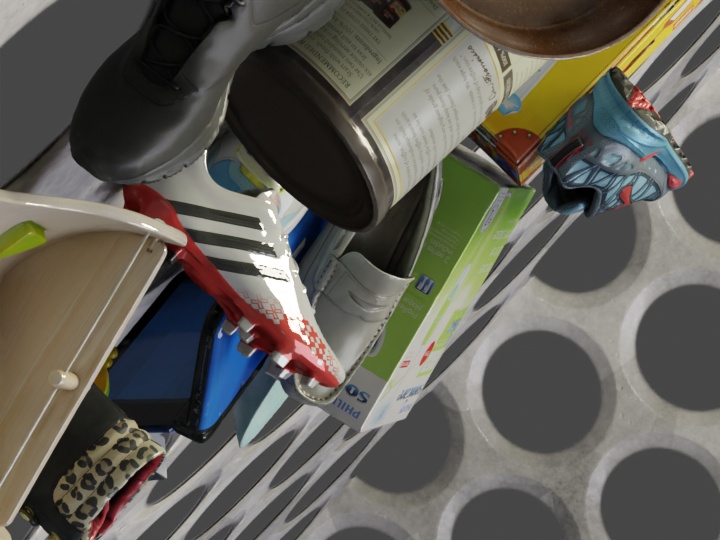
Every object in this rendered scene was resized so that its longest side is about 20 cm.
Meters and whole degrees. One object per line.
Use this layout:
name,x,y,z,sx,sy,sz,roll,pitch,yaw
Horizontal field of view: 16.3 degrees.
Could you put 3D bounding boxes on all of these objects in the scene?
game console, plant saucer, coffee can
game console,-0.109,0.017,1.737,0.200,0.118,0.171,-55,163,-45
plant saucer,-0.048,0.044,1.930,0.201,0.039,0.201,-54,175,-8
plant saucer,0.100,-0.218,1.419,0.200,0.200,0.034,-43,-162,-19
coffee can,0.026,-0.141,1.485,0.200,0.146,0.146,-43,171,-18

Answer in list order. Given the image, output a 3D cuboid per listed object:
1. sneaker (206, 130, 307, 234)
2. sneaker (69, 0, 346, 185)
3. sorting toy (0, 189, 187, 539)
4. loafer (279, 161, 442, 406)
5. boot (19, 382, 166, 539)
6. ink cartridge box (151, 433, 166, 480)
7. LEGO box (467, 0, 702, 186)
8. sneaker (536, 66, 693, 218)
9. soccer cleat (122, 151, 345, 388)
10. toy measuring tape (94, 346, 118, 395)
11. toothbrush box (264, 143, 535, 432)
sneaker,-0.045,-0.095,1.612,0.200,0.080,0.131,-47,168,-14
sneaker,-0.083,-0.131,1.322,0.200,0.076,0.091,-50,164,-20
sorting toy,-0.210,0.027,1.331,0.200,0.107,0.180,-60,159,-1
loafer,0.000,0.000,1.687,0.070,0.070,0.200,32,-76,62
boot,-0.225,0.117,1.459,0.204,0.154,0.073,-47,171,10
ink cartridge box,-0.204,0.134,1.860,0.099,0.039,0.200,-5,169,3
LEGO box,0.129,-0.185,1.759,0.200,0.149,0.077,-45,171,-2
sneaker,0.163,-0.079,1.725,0.095,0.079,0.200,-37,162,6
soccer cleat,-0.067,-0.005,1.579,0.085,0.200,0.069,-51,-156,-14
toy measuring tape,-0.224,0.095,1.643,0.200,0.074,0.074,-39,169,-41
toothbrush box,0.031,0.006,1.798,0.200,0.086,0.146,-59,169,7
